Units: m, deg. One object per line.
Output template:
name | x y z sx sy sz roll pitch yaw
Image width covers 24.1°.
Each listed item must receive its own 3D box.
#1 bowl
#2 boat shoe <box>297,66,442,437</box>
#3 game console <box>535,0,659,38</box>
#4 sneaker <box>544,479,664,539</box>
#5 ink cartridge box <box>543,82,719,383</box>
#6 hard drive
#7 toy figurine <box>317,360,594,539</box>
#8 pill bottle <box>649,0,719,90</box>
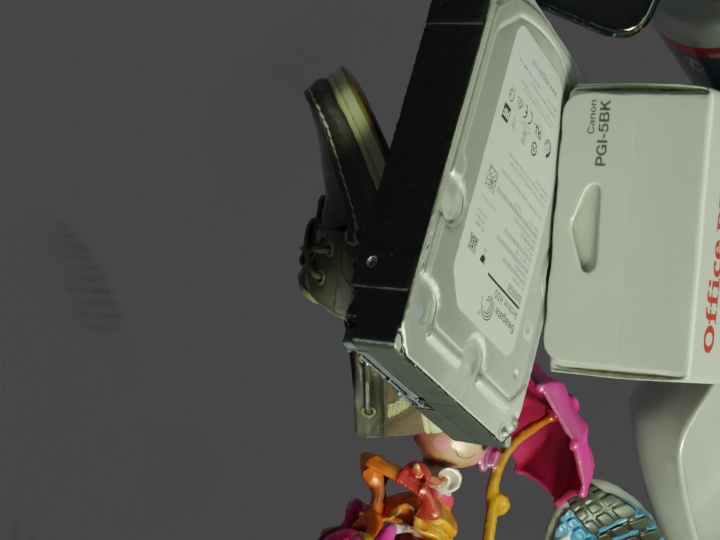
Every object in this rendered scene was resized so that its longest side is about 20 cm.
bowl | 0.257 0.101 1.143 0.200 0.074 0.201 -42 132 -25
boat shoe | 0.000 0.000 0.842 0.064 0.073 0.202 -17 111 0
game console | 0.097 -0.244 0.812 0.202 0.171 0.119 -63 164 -4
sneaker | 0.155 0.170 1.061 0.074 0.087 0.200 -22 142 8
ink cartridge box | 0.187 -0.013 0.902 0.199 0.082 0.149 5 90 -54
hard drive | 0.058 -0.031 0.818 0.140 0.037 0.202 44 58 -53
toy figurine | 0.051 0.130 0.933 0.199 0.150 0.186 26 72 -23
pill bottle | 0.256 -0.135 1.010 0.200 0.119 0.120 42 76 -46
